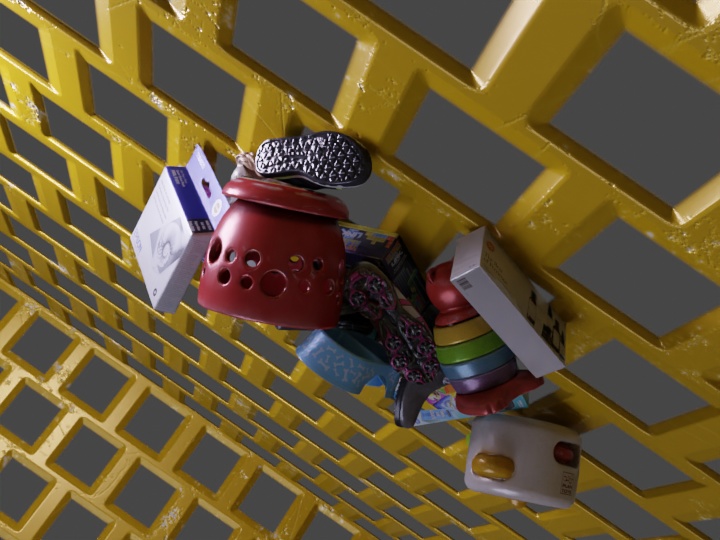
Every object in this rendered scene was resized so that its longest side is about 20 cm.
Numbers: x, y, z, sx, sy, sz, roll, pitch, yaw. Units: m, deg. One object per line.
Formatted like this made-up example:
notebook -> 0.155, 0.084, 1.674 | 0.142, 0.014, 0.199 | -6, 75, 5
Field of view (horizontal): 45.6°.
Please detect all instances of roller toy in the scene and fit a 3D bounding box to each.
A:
roller toy -> 0.266, 0.318, 1.406 | 0.181, 0.141, 0.200 | 10, 167, 2

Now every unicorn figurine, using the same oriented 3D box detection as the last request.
unicorn figurine -> -0.179, -0.093, 1.321 | 0.137, 0.074, 0.201 | 25, 110, 14

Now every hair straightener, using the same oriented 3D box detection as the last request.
hair straightener -> -0.035, 0.086, 1.312 | 0.199, 0.041, 0.077 | 9, -162, -4

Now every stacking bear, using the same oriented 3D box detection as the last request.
stacking bear -> 0.150, 0.081, 1.166 | 0.113, 0.121, 0.201 | -14, 97, 55

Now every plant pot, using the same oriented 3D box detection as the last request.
plant pot -> -0.110, -0.026, 1.180 | 0.199, 0.184, 0.200 | 13, -176, -1

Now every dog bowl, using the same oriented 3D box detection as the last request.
dog bowl -> -0.008, 0.127, 1.224 | 0.111, 0.050, 0.200 | 37, -172, 31

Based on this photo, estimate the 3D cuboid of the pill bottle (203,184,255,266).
pill bottle -> -0.225, -0.064, 1.431 | 0.199, 0.112, 0.112 | 26, 155, 21

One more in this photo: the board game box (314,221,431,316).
board game box -> 0.000, 0.000, 1.330 | 0.199, 0.057, 0.166 | 14, 149, 39

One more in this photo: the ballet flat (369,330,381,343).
ballet flat -> 0.040, 0.105, 1.382 | 0.199, 0.068, 0.067 | -8, 135, 23

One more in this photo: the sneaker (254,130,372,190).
sneaker -> -0.052, -0.144, 1.150 | 0.199, 0.072, 0.083 | 13, 176, 38

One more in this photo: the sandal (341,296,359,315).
sandal -> -0.074, 0.024, 1.319 | 0.200, 0.080, 0.058 | 24, 117, 40

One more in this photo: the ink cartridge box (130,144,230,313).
ink cartridge box -> -0.283, -0.071, 1.319 | 0.040, 0.201, 0.200 | 16, -154, -36

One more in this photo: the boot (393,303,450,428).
boot -> 0.132, 0.158, 1.259 | 0.131, 0.201, 0.070 | 20, -169, 16

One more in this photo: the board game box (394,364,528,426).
board game box -> 0.150, 0.175, 1.362 | 0.199, 0.047, 0.151 | -13, 134, 22

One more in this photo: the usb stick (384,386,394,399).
usb stick -> 0.078, 0.184, 1.478 | 0.055, 0.033, 0.200 | 27, 154, 7

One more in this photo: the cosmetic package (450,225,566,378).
cosmetic package -> 0.196, 0.042, 1.113 | 0.050, 0.083, 0.200 | -28, 119, 30

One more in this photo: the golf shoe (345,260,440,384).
golf shoe -> 0.052, 0.069, 1.219 | 0.201, 0.072, 0.092 | 57, -169, -13

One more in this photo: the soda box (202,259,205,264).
soda box -> -0.239, -0.024, 1.579 | 0.200, 0.068, 0.064 | 44, 154, -20
